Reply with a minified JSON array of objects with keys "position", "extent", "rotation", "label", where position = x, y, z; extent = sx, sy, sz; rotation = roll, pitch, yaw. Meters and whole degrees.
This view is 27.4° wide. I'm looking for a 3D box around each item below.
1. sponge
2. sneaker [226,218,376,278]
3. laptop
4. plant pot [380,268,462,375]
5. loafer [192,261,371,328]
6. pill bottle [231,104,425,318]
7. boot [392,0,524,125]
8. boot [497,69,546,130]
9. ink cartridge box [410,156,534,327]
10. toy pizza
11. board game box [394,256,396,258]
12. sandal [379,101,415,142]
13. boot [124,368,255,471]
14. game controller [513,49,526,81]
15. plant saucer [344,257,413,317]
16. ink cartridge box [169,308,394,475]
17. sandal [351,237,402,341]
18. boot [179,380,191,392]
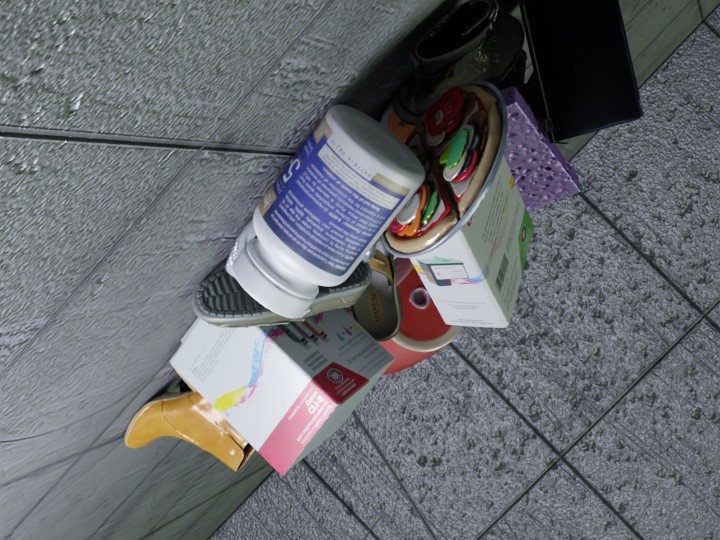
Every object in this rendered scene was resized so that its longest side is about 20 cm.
[{"position":[0.169,-0.130,1.715],"extent":[0.111,0.030,0.200],"rotation":[-20,142,21],"label":"sponge"},{"position":[-0.044,-0.039,1.592],"extent":[0.200,0.114,0.076],"rotation":[-43,171,-15],"label":"sneaker"},{"position":[0.252,-0.248,1.676],"extent":[0.115,0.188,0.200],"rotation":[-12,-179,15],"label":"laptop"},{"position":[0.056,0.048,2.111],"extent":[0.200,0.201,0.177],"rotation":[-42,-171,-18],"label":"plant pot"},{"position":[-0.085,0.033,1.628],"extent":[0.199,0.076,0.070],"rotation":[-8,145,-9],"label":"loafer"},{"position":[-0.038,-0.055,1.489],"extent":[0.200,0.120,0.120],"rotation":[-52,170,17],"label":"pill bottle"},{"position":[0.118,-0.240,1.572],"extent":[0.200,0.069,0.174],"rotation":[-40,171,-20],"label":"boot"},{"position":[0.207,-0.240,1.810],"extent":[0.064,0.187,0.200],"rotation":[-5,-148,37],"label":"boot"},{"position":[0.118,-0.051,1.654],"extent":[0.200,0.084,0.145],"rotation":[59,41,-49],"label":"ink cartridge box"},{"position":[0.075,-0.108,1.507],"extent":[0.200,0.032,0.201],"rotation":[-41,-146,35],"label":"toy pizza"},{"position":[0.020,-0.046,1.898],"extent":[0.126,0.035,0.200],"rotation":[-41,-166,-11],"label":"board game box"},{"position":[0.073,-0.116,1.718],"extent":[0.079,0.059,0.207],"rotation":[-45,145,-15],"label":"sandal"},{"position":[-0.209,0.208,1.894],"extent":[0.201,0.144,0.071],"rotation":[-50,170,32],"label":"boot"},{"position":[0.175,-0.191,1.877],"extent":[0.104,0.042,0.201],"rotation":[134,-32,-68],"label":"game controller"},{"position":[-0.010,0.003,1.994],"extent":[0.200,0.051,0.201],"rotation":[-35,-163,12],"label":"plant saucer"},{"position":[-0.095,0.107,1.774],"extent":[0.145,0.200,0.145],"rotation":[-54,169,35],"label":"ink cartridge box"},{"position":[0.000,0.000,1.761],"extent":[0.081,0.201,0.055],"rotation":[-7,-159,15],"label":"sandal"},{"position":[-0.139,0.132,1.996],"extent":[0.199,0.068,0.131],"rotation":[-26,175,7],"label":"boot"}]
